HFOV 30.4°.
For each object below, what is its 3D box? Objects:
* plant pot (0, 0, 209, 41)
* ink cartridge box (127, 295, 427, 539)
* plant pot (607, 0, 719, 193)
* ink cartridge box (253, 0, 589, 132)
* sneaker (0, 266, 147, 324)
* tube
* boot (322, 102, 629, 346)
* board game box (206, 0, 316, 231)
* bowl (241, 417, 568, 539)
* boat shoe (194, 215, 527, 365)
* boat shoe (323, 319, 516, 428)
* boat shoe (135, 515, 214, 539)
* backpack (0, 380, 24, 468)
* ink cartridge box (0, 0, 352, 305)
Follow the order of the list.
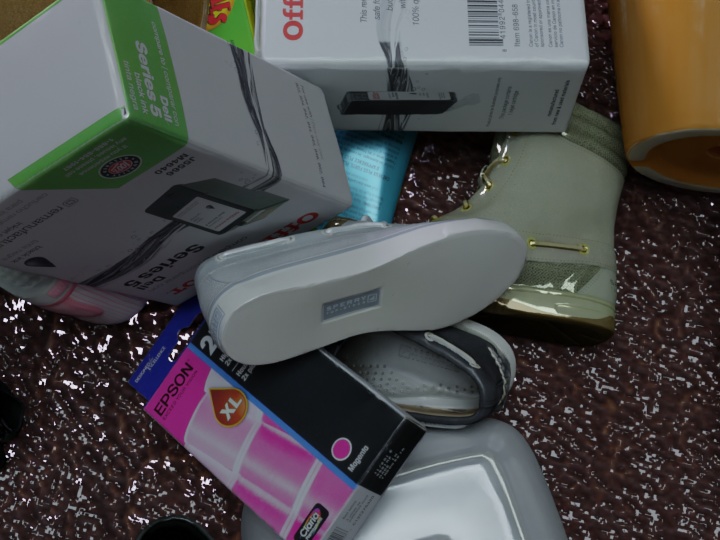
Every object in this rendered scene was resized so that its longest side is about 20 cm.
[{"bbox_3d":[-0.202,-0.177,0.824,0.197,0.187,0.189,3,69,15],"label":"plant pot"},{"bbox_3d":[-0.061,0.075,0.775,0.199,0.037,0.095,35,89,37],"label":"ink cartridge box"},{"bbox_3d":[0.238,-0.154,0.841,0.197,0.200,0.186,8,78,3],"label":"plant pot"},{"bbox_3d":[0.034,-0.169,0.833,0.197,0.084,0.146,1,66,-2],"label":"ink cartridge box"},{"bbox_3d":[-0.209,-0.023,0.858,0.199,0.104,0.076,31,96,40],"label":"sneaker"},{"bbox_3d":[0.010,-0.100,0.896,0.077,0.050,0.202,18,78,12],"label":"tube"},{"bbox_3d":[0.077,-0.046,0.860,0.197,0.072,0.157,13,71,-3],"label":"boot"},{"bbox_3d":[-0.103,-0.106,0.883,0.100,0.048,0.202,-18,71,7],"label":"board game box"},{"bbox_3d":[0.034,0.187,0.777,0.197,0.075,0.202,-14,69,-6],"label":"bowl"},{"bbox_3d":[0.000,0.000,0.765,0.198,0.073,0.069,-18,44,-19],"label":"boat shoe"},{"bbox_3d":[-0.005,0.049,0.812,0.198,0.060,0.075,18,110,14],"label":"boat shoe"},{"bbox_3d":[-0.092,0.223,0.720,0.073,0.064,0.202,-7,40,-15],"label":"boat shoe"},{"bbox_3d":[-0.313,0.036,0.765,0.153,0.191,0.201,-32,72,-15],"label":"backpack"},{"bbox_3d":[-0.119,-0.059,0.722,0.144,0.199,0.085,-27,67,26],"label":"ink cartridge box"}]
